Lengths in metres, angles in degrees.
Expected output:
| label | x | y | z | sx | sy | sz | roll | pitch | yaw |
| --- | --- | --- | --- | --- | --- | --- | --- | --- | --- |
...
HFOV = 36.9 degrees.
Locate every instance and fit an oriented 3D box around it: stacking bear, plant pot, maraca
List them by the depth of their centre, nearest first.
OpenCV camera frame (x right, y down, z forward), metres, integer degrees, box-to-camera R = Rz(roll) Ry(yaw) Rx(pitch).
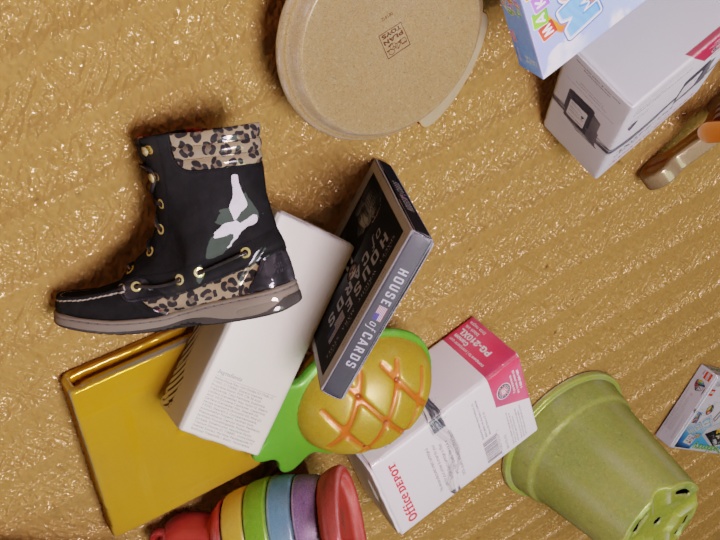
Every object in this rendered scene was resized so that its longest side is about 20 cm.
| label | x | y | z | sx | sy | sz | roll | pitch | yaw |
| --- | --- | --- | --- | --- | --- | --- | --- | --- | --- |
| maraca | -0.018 | 0.126 | 1.050 | 0.200 | 0.107 | 0.137 | -21 | 124 | -18 |
| stacking bear | -0.103 | 0.263 | 1.056 | 0.200 | 0.114 | 0.121 | -13 | 141 | 9 |
| plant pot | 0.313 | 0.261 | 1.355 | 0.200 | 0.184 | 0.200 | -21 | 132 | -25 |

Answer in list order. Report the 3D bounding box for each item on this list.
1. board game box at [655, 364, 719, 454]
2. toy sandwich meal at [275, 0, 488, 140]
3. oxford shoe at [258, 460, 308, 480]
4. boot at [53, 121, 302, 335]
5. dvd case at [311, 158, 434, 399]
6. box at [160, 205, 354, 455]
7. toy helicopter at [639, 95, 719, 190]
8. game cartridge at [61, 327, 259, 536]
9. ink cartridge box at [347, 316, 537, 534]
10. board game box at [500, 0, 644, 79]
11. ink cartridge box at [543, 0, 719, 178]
| label | x | y | z | sx | sy | sz | roll | pitch | yaw |
| --- | --- | --- | --- | --- | --- | --- | --- | --- | --- |
| board game box | 0.532 | 0.210 | 1.600 | 0.200 | 0.035 | 0.126 | 15 | 110 | -44 |
| toy sandwich meal | 0.015 | -0.197 | 0.868 | 0.205 | 0.070 | 0.205 | -17 | 129 | -22 |
| oxford shoe | -0.077 | 0.283 | 1.149 | 0.071 | 0.071 | 0.200 | -12 | 126 | -29 |
| boot | -0.152 | -0.031 | 0.839 | 0.200 | 0.073 | 0.151 | -6 | 101 | 14 |
| dvd case | 0.000 | 0.000 | 0.912 | 0.025 | 0.200 | 0.150 | 25 | 106 | -15 |
| box | -0.090 | 0.048 | 0.921 | 0.082 | 0.068 | 0.200 | 26 | 91 | -28 |
| toy helicopter | 0.391 | -0.151 | 1.162 | 0.200 | 0.132 | 0.079 | -38 | 110 | 16 |
| game cartridge | -0.171 | 0.139 | 0.998 | 0.176 | 0.032 | 0.200 | -24 | 135 | -23 |
| ink cartridge box | 0.084 | 0.171 | 1.179 | 0.200 | 0.084 | 0.145 | -35 | 136 | -13 |
| board game box | 0.189 | -0.263 | 0.822 | 0.200 | 0.037 | 0.151 | -38 | 138 | -7 |
| ink cartridge box | 0.254 | -0.183 | 0.983 | 0.145 | 0.083 | 0.200 | -40 | 168 | -5 |
